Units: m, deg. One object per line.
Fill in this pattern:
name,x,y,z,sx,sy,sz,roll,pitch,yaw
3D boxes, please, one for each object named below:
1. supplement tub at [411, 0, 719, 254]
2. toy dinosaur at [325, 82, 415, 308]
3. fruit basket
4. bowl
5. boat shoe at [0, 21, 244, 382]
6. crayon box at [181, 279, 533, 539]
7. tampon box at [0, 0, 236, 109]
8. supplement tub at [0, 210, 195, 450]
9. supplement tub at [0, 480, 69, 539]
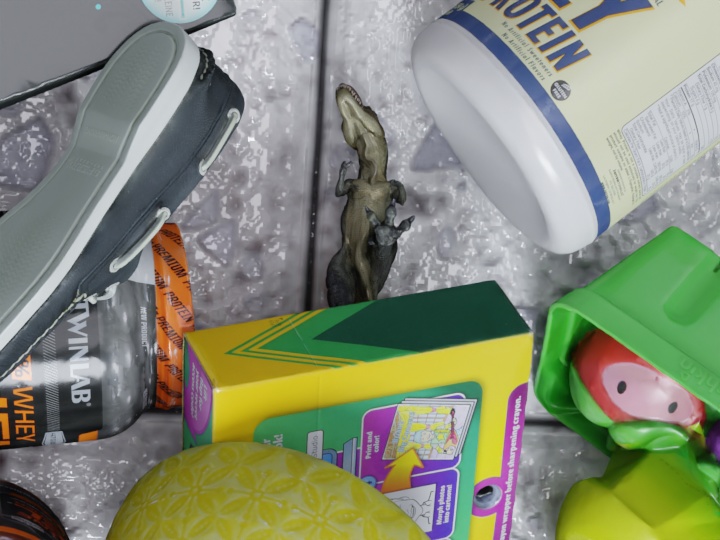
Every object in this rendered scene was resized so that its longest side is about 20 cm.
supplement tub,0.143,-0.121,1.029,0.200,0.145,0.145,-37,101,-7
toy dinosaur,0.000,0.000,1.037,0.047,0.088,0.202,6,92,-3
fruit basket,0.170,0.111,1.033,0.214,0.156,0.217,0,62,0
bowl,-0.054,0.194,0.915,0.199,0.108,0.201,12,123,19
boat shoe,-0.125,-0.020,0.906,0.200,0.076,0.060,-53,130,-3
crayon box,-0.006,0.114,1.007,0.171,0.058,0.201,-8,124,-19
tampon box,-0.185,-0.162,0.964,0.199,0.126,0.151,-23,99,-10
supplement tub,-0.189,0.031,0.981,0.198,0.122,0.124,-6,96,-11
supplement tub,-0.188,0.172,0.953,0.106,0.200,0.108,-1,96,-12
